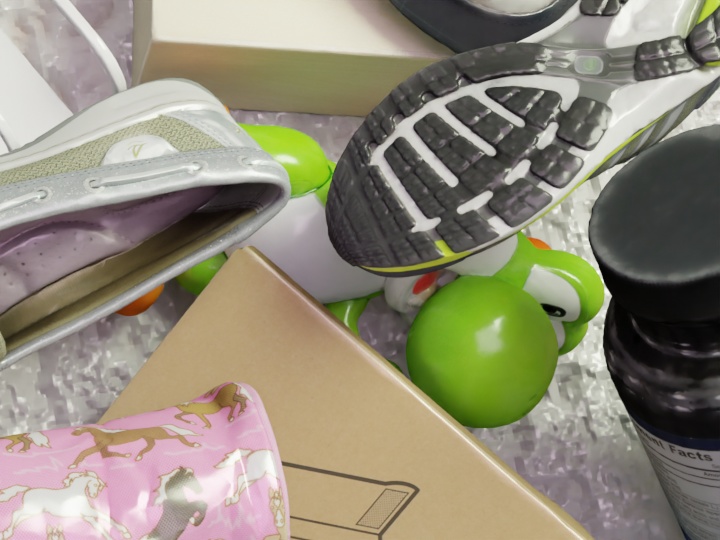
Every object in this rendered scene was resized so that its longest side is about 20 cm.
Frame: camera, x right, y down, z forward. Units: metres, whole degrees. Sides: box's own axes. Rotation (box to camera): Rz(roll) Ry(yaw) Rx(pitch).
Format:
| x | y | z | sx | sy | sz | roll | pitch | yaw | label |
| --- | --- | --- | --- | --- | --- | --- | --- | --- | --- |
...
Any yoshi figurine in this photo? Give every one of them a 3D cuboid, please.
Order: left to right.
| x | y | z | sx | sy | sz | roll | pitch | yaw | label |
| --- | --- | --- | --- | --- | --- | --- | --- | --- | --- |
| 0.001 | 0.005 | 1.100 | 0.200 | 0.112 | 0.112 | 16 | 79 | -8 | yoshi figurine |

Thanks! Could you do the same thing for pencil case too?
| x | y | z | sx | sy | sz | roll | pitch | yaw | label |
| --- | --- | --- | --- | --- | --- | --- | --- | --- | --- |
| -0.123 | 0.091 | 0.988 | 0.200 | 0.083 | 0.087 | -6 | 71 | -19 | pencil case |

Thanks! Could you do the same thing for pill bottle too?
| x | y | z | sx | sy | sz | roll | pitch | yaw | label |
| --- | --- | --- | --- | --- | --- | --- | --- | --- | --- |
| 0.159 | 0.045 | 1.059 | 0.112 | 0.112 | 0.200 | -42 | 129 | -19 | pill bottle |

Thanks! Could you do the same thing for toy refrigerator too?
| x | y | z | sx | sy | sz | roll | pitch | yaw | label |
| --- | --- | --- | --- | --- | --- | --- | --- | --- | --- |
| 0.009 | -0.108 | 1.146 | 0.200 | 0.076 | 0.070 | 3 | 73 | -10 | toy refrigerator |

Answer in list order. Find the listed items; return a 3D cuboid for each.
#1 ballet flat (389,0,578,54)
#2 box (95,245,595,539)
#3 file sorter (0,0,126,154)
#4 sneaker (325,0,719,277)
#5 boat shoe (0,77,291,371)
| x | y | z | sx | sy | sz | roll | pitch | yaw | label |
| --- | --- | --- | --- | --- | --- | --- | --- | --- | --- |
| 0.025 | -0.141 | 1.084 | 0.200 | 0.073 | 0.073 | 37 | 71 | 1 | ballet flat |
| -0.020 | 0.115 | 1.063 | 0.200 | 0.021 | 0.164 | 40 | 99 | 5 | box |
| -0.208 | -0.047 | 1.061 | 0.200 | 0.125 | 0.139 | -39 | 84 | -18 | file sorter |
| 0.076 | -0.055 | 1.046 | 0.200 | 0.081 | 0.074 | -31 | 71 | -10 | sneaker |
| -0.122 | 0.000 | 0.997 | 0.202 | 0.075 | 0.065 | -28 | 42 | -20 | boat shoe |
